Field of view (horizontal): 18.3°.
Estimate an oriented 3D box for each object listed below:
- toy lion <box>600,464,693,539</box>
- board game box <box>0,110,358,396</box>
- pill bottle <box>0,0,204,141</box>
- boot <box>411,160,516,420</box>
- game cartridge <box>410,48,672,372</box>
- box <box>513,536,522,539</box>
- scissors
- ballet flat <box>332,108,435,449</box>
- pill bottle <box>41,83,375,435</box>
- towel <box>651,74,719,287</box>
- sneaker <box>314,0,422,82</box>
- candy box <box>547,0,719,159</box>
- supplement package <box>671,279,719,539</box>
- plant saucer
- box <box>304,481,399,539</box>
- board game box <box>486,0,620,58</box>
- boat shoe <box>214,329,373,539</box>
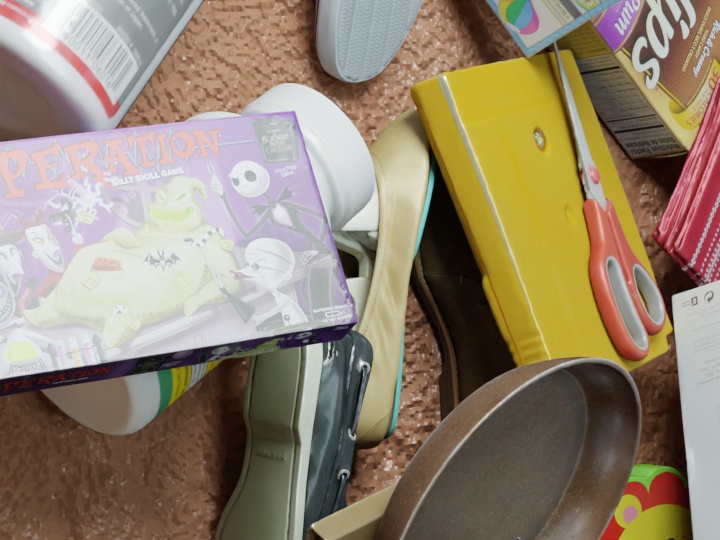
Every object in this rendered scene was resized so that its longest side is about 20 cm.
[{"bbox_3d":[0.208,0.221,1.429,0.191,0.069,0.201,-10,94,-31],"label":"toy lion"},{"bbox_3d":[-0.109,-0.011,1.085,0.199,0.032,0.120,-9,68,-26],"label":"board game box"},{"bbox_3d":[-0.132,-0.164,1.152,0.114,0.114,0.200,45,62,-27],"label":"pill bottle"},{"bbox_3d":[0.080,0.017,1.329,0.073,0.075,0.201,-15,95,-35],"label":"boot"},{"bbox_3d":[0.112,-0.028,1.328,0.176,0.032,0.201,-18,88,-59],"label":"game cartridge"},{"bbox_3d":[0.041,0.237,1.195,0.158,0.200,0.048,46,14,-52],"label":"box"},{"bbox_3d":[0.139,-0.044,1.333,0.073,0.014,0.201,-24,95,-57],"label":"scissors"},{"bbox_3d":[0.000,0.000,1.276,0.063,0.069,0.201,11,79,-22],"label":"ballet flat"},{"bbox_3d":[-0.087,-0.013,1.178,0.200,0.113,0.113,-41,111,-32],"label":"pill bottle"},{"bbox_3d":[0.263,-0.032,1.471,0.200,0.022,0.145,42,66,-46],"label":"towel"},{"bbox_3d":[-0.001,-0.211,1.288,0.073,0.071,0.201,-5,111,-41],"label":"sneaker"},{"bbox_3d":[0.163,-0.182,1.418,0.200,0.056,0.117,49,60,-27],"label":"candy box"},{"bbox_3d":[0.272,0.107,1.365,0.114,0.109,0.201,19,60,-43],"label":"supplement package"},{"bbox_3d":[0.074,0.127,1.214,0.200,0.034,0.201,-30,138,-32],"label":"plant saucer"},{"bbox_3d":[0.035,0.174,1.256,0.200,0.021,0.164,-21,133,-40],"label":"box"},{"bbox_3d":[0.088,-0.235,1.285,0.200,0.134,0.034,54,50,-7],"label":"board game box"},{"bbox_3d":[-0.032,0.122,1.224,0.066,0.074,0.200,4,94,-38],"label":"boat shoe"}]
